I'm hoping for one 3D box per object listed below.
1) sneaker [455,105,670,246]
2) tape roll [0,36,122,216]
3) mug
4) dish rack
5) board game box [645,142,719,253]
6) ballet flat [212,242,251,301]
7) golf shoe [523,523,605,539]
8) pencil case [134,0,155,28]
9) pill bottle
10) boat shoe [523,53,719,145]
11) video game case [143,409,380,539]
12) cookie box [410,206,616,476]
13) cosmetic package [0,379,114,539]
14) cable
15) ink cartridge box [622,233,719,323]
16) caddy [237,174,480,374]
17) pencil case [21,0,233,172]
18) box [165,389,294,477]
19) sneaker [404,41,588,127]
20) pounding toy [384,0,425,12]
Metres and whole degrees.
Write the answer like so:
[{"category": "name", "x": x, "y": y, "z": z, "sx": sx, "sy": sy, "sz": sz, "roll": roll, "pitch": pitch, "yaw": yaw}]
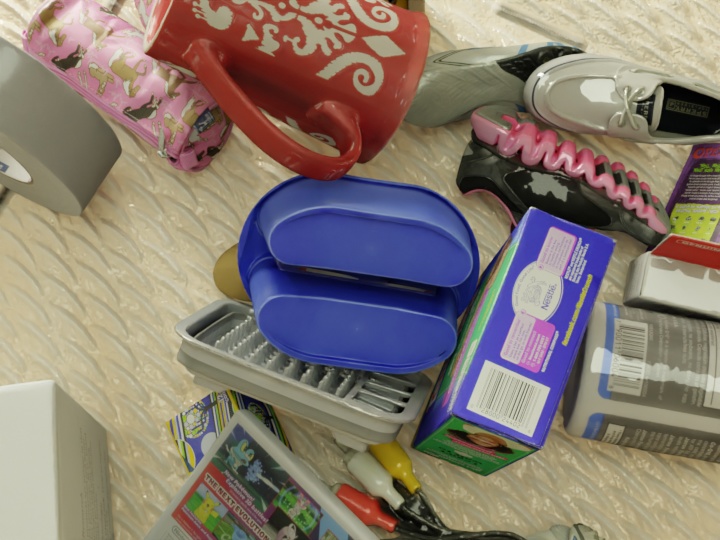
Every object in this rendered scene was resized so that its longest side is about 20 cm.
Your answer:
[{"category": "sneaker", "x": 0.173, "y": -0.064, "z": 1.104, "sx": 0.199, "sy": 0.079, "sz": 0.096, "roll": 28, "pitch": 113, "yaw": 6}, {"category": "tape roll", "x": -0.302, "y": -0.129, "z": 1.053, "sx": 0.199, "sy": 0.200, "sz": 0.066, "roll": 28, "pitch": 75, "yaw": 9}, {"category": "mug", "x": -0.058, "y": -0.175, "z": 0.983, "sx": 0.199, "sy": 0.178, "sz": 0.134, "roll": 22, "pitch": 112, "yaw": -19}, {"category": "dish rack", "x": -0.047, "y": 0.085, "z": 1.016, "sx": 0.199, "sy": 0.172, "sz": 0.044, "roll": 22, "pitch": 102, "yaw": 6}, {"category": "board game box", "x": 0.342, "y": -0.054, "z": 1.046, "sx": 0.032, "sy": 0.199, "sz": 0.121, "roll": 33, "pitch": 74, "yaw": -33}, {"category": "ballet flat", "x": -0.031, "y": -0.012, "z": 1.087, "sx": 0.199, "sy": 0.063, "sz": 0.069, "roll": -4, "pitch": 74, "yaw": -1}, {"category": "golf shoe", "x": 0.161, "y": 0.305, "z": 0.994, "sx": 0.097, "sy": 0.078, "sz": 0.201, "roll": -13, "pitch": 66, "yaw": 14}, {"category": "pencil case", "x": -0.176, "y": -0.271, "z": 1.121, "sx": 0.082, "sy": 0.087, "sz": 0.201, "roll": -2, "pitch": 46, "yaw": -32}, {"category": "pill bottle", "x": 0.273, "y": 0.096, "z": 1.026, "sx": 0.199, "sy": 0.114, "sz": 0.115, "roll": 10, "pitch": 73, "yaw": 3}, {"category": "boat shoe", "x": 0.245, "y": -0.144, "z": 1.103, "sx": 0.199, "sy": 0.066, "sz": 0.072, "roll": 10, "pitch": 103, "yaw": -12}, {"category": "video game case", "x": -0.075, "y": 0.240, "z": 0.959, "sx": 0.200, "sy": 0.023, "sz": 0.183, "roll": 42, "pitch": 103, "yaw": 22}, {"category": "cookie box", "x": 0.115, "y": 0.064, "z": 0.988, "sx": 0.075, "sy": 0.200, "sz": 0.172, "roll": 23, "pitch": 74, "yaw": 1}, {"category": "cosmetic package", "x": -0.286, "y": 0.191, "z": 0.952, "sx": 0.166, "sy": 0.200, "sz": 0.167, "roll": -7, "pitch": 73, "yaw": -1}, {"category": "cable", "x": 0.048, "y": 0.206, "z": 1.005, "sx": 0.199, "sy": 0.050, "sz": 0.097, "roll": 32, "pitch": 77, "yaw": 29}, {"category": "ink cartridge box", "x": 0.325, "y": 0.023, "z": 1.014, "sx": 0.199, "sy": 0.176, "sz": 0.045, "roll": 13, "pitch": 85, "yaw": 5}, {"category": "caddy", "x": 0.000, "y": 0.000, "z": 1.004, "sx": 0.199, "sy": 0.105, "sz": 0.142, "roll": 9, "pitch": 109, "yaw": -6}, {"category": "pencil case", "x": -0.207, "y": -0.172, "z": 1.129, "sx": 0.199, "sy": 0.086, "sz": 0.083, "roll": 35, "pitch": 107, "yaw": 11}, {"category": "box", "x": -0.078, "y": 0.194, "z": 1.011, "sx": 0.070, "sy": 0.064, "sz": 0.201, "roll": -32, "pitch": 74, "yaw": 18}, {"category": "sneaker", "x": 0.120, "y": -0.175, "z": 1.139, "sx": 0.199, "sy": 0.072, "sz": 0.073, "roll": -9, "pitch": 32, "yaw": -12}, {"category": "pounding toy", "x": -0.002, "y": -0.264, "z": 1.083, "sx": 0.198, "sy": 0.185, "sz": 0.143, "roll": -3, "pitch": 52, "yaw": -1}]
